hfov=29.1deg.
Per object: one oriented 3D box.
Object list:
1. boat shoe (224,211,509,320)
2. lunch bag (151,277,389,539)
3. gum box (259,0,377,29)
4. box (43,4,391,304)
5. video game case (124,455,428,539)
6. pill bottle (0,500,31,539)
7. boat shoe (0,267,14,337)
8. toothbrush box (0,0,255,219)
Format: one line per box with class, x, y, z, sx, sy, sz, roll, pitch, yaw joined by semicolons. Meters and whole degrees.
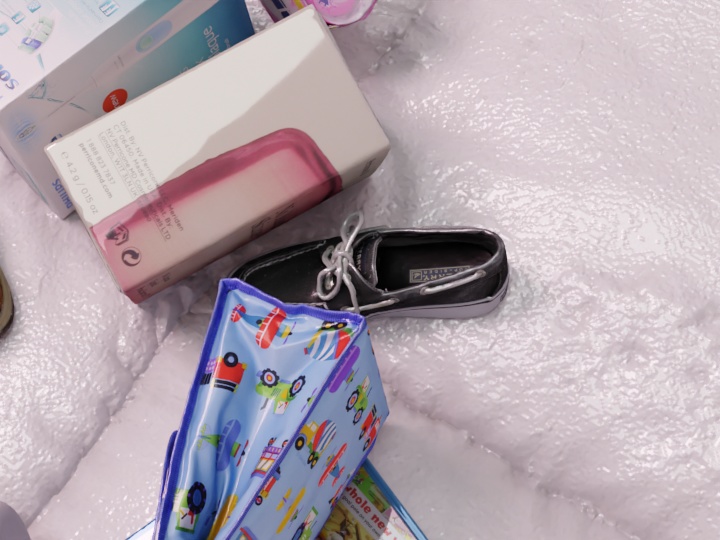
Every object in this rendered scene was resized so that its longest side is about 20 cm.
boat shoe;0.000;0.003;0.934;0.199;0.068;0.074;0;64;8
lunch bag;-0.061;0.132;0.813;0.094;0.151;0.200;15;66;14
gum box;-0.065;-0.262;0.997;0.066;0.113;0.200;-37;107;-9
box;-0.095;-0.073;0.935;0.200;0.128;0.109;-29;89;-7
video game case;-0.064;0.194;0.878;0.200;0.018;0.143;-35;64;-9
pill bottle;-0.304;0.212;0.849;0.199;0.109;0.110;-13;63;1
boat shoe;-0.307;-0.038;0.990;0.076;0.074;0.200;-30;64;-8
toothbrush box;-0.181;-0.155;0.991;0.200;0.147;0.085;-39;65;-13
